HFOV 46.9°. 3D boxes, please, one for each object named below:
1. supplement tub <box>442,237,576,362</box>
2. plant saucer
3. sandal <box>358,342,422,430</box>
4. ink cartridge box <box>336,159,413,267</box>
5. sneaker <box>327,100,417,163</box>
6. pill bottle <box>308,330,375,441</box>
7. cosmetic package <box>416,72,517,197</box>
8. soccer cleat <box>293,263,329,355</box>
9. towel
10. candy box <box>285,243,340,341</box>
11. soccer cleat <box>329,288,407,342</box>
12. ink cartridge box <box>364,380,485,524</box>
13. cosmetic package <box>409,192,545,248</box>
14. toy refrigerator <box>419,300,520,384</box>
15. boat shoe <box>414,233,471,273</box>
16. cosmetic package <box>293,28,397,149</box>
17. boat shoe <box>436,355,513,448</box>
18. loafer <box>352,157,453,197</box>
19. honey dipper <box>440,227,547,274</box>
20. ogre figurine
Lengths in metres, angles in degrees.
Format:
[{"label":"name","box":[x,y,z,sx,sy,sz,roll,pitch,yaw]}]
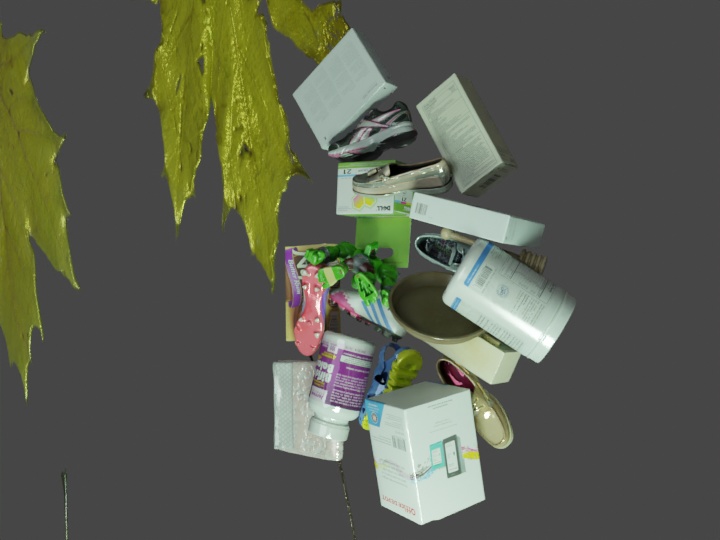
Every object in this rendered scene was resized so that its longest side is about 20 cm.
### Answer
[{"label":"supplement tub","box":[0.251,0.049,1.414,0.198,0.132,0.133,33,108,7]},{"label":"plant saucer","box":[0.146,0.070,1.505,0.198,0.198,0.030,30,132,33]},{"label":"sandal","box":[0.052,0.224,1.635,0.203,0.078,0.087,-62,38,16]},{"label":"ink cartridge box","box":[0.027,-0.111,1.661,0.145,0.075,0.205,1,87,36]},{"label":"sneaker","box":[0.024,-0.280,1.683,0.196,0.080,0.088,-15,72,24]},{"label":"pill bottle","box":[-0.043,0.231,1.660,0.111,0.111,0.205,11,86,36]},{"label":"cosmetic package","box":[0.197,-0.250,1.544,0.103,0.072,0.203,-35,68,29]},{"label":"soccer cleat","box":[-0.092,0.075,1.690,0.065,0.076,0.204,13,112,20]},{"label":"towel","box":[-0.113,0.294,1.774,0.188,0.032,0.205,-2,87,36]},{"label":"candy box","box":[-0.101,0.047,1.762,0.115,0.056,0.205,-2,88,36]},{"label":"soccer cleat","box":[0.025,0.069,1.669,0.198,0.070,0.087,28,85,34]},{"label":"ink cartridge box","box":[0.114,0.320,1.485,0.146,0.143,0.205,0,100,61]},{"label":"cosmetic package","box":[0.208,-0.089,1.480,0.197,0.150,0.053,18,96,35]},{"label":"toy refrigerator","box":[0.191,0.127,1.528,0.198,0.075,0.071,32,106,34]},{"label":"boat shoe","box":[0.185,-0.021,1.541,0.198,0.071,0.072,22,100,35]},{"label":"cosmetic package","box":[-0.035,-0.373,1.727,0.199,0.051,0.153,-41,64,28]},{"label":"boat shoe","box":[0.201,0.240,1.518,0.074,0.069,0.201,-48,62,24]},{"label":"loafer","box":[0.074,-0.180,1.542,0.196,0.072,0.064,0,129,20]},{"label":"honey dipper","box":[0.235,-0.037,1.487,0.196,0.038,0.039,19,99,16]},{"label":"ogre figurine","box":[0.000,0.000,1.620,0.196,0.120,0.100,10,115,23]}]
